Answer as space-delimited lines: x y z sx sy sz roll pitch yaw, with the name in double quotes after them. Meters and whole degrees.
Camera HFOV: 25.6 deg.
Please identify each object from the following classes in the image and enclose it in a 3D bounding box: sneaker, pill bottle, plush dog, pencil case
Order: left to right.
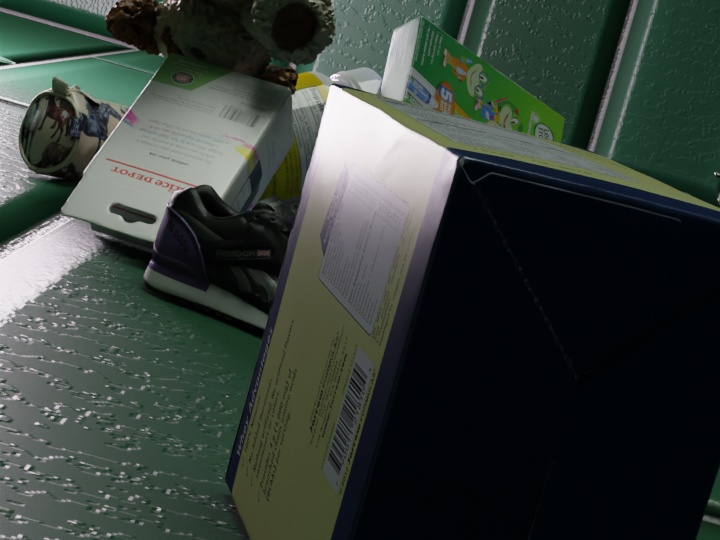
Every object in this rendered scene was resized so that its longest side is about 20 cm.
-0.230 -0.127 1.533 0.078 0.090 0.200 40 21 32 "pencil case"
-0.117 -0.228 1.347 0.199 0.172 0.161 27 41 -4 "plush dog"
-0.072 -0.117 1.446 0.199 0.115 0.114 -17 23 -23 "pill bottle"
-0.055 -0.003 1.105 0.199 0.088 0.076 19 10 15 "sneaker"

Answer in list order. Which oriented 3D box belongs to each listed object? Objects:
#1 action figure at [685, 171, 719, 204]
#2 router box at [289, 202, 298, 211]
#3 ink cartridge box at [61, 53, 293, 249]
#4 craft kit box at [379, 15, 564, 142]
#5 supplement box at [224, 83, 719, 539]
0.301 -0.025 1.482 0.199 0.119 0.102 -22 47 -22 "action figure"
0.020 -0.069 1.561 0.148 0.051 0.200 -7 13 -28 "router box"
-0.145 -0.077 1.280 0.117 0.068 0.200 18 50 14 "ink cartridge box"
0.096 -0.099 1.454 0.197 0.201 0.048 31 -33 -34 "craft kit box"
0.045 0.044 0.655 0.134 0.201 0.200 13 11 -17 "supplement box"
